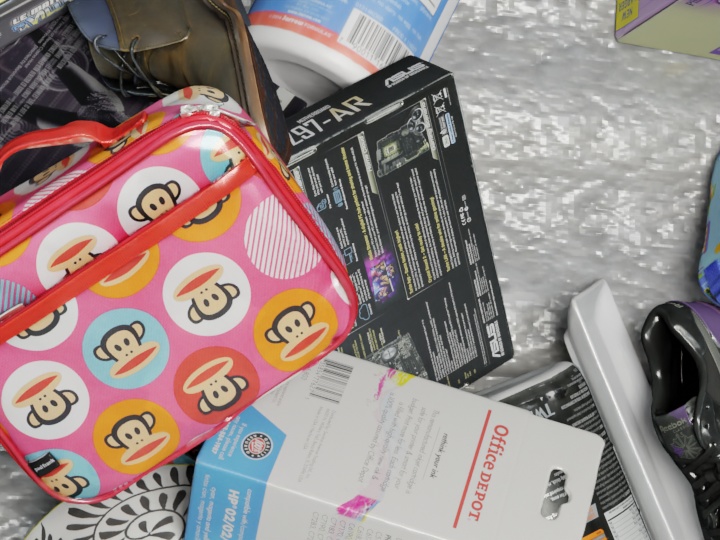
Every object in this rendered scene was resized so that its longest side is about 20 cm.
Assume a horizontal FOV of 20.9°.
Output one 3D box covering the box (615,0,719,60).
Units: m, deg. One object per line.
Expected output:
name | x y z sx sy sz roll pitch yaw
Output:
box | 0.288 -0.195 1.229 0.199 0.176 0.097 8 80 -14

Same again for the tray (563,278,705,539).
tray | 0.171 0.106 1.202 0.022 0.107 0.201 -23 89 17

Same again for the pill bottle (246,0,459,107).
pill bottle | 0.013 -0.192 1.183 0.112 0.112 0.201 29 74 -10

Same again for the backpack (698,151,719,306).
backpack | 0.315 -0.057 1.186 0.134 0.200 0.183 26 54 -10

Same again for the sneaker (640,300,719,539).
sneaker | 0.213 0.116 1.194 0.087 0.076 0.201 9 61 -44

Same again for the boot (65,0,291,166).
boot | -0.101 -0.108 1.078 0.096 0.201 0.075 -22 133 1

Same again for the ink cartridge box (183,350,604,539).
ink cartridge box | 0.019 0.116 1.035 0.199 0.068 0.115 17 39 6

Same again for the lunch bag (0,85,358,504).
lunch bag | -0.118 0.002 0.981 0.199 0.082 0.177 -33 113 5

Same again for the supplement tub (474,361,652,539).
supplement tub | 0.110 0.166 1.153 0.122 0.122 0.201 -21 89 -18

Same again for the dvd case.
dvd case | -0.152 -0.088 1.127 0.199 0.016 0.149 31 69 14

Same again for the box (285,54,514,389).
box | 0.000 0.000 1.127 0.160 0.043 0.201 -30 124 -22

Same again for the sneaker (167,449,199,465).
sneaker | -0.113 0.148 1.113 0.199 0.079 0.096 34 76 -9

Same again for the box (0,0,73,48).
box | -0.218 -0.188 1.137 0.199 0.035 0.110 -32 73 -18

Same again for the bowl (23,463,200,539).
bowl | -0.101 0.216 1.057 0.199 0.094 0.202 -2 109 -6
